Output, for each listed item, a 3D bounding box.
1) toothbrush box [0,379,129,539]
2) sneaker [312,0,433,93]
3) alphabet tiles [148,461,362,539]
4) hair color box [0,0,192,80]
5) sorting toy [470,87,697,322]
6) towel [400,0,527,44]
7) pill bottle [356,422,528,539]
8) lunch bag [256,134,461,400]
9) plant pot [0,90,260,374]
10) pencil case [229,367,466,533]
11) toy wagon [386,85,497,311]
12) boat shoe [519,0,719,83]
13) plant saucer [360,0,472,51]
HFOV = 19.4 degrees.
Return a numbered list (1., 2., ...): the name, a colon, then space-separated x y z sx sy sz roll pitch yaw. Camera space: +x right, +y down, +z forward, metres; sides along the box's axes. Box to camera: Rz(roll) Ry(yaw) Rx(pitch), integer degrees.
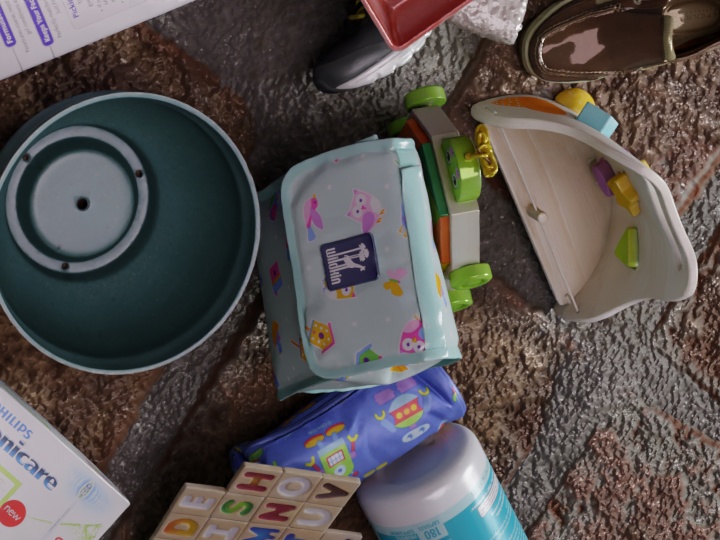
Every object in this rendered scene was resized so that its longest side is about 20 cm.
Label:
1. toothbrush box: -0.297 0.192 1.567 0.200 0.086 0.146 -47 117 -8
2. sneaker: 0.025 -0.218 1.619 0.200 0.074 0.085 -46 111 -17
3. alphabet tiles: -0.085 0.216 1.647 0.166 0.008 0.200 11 135 -25
4. hair color box: -0.228 -0.208 1.484 0.199 0.065 0.110 -23 112 -5
5. sorting toy: 0.199 -0.051 1.672 0.106 0.180 0.201 -31 114 -13
6. towel: 0.083 -0.280 1.587 0.132 0.034 0.202 19 75 -15
7. pill bottle: 0.083 0.233 1.733 0.110 0.111 0.201 -33 114 -13
8. lunch bag: 0.000 0.000 1.560 0.121 0.200 0.172 -6 83 -23
9. plant pot: -0.189 -0.039 1.527 0.199 0.134 0.202 -6 105 -23
10. pencil case: -0.012 0.127 1.681 0.199 0.078 0.087 -32 121 -13
11. toy wagon: 0.060 -0.059 1.595 0.039 0.200 0.156 -11 76 -13
12. boat shoe: 0.229 -0.197 1.706 0.201 0.075 0.075 -18 110 -19
13. plant saucer: 0.056 -0.285 1.482 0.199 0.037 0.200 -35 130 -1
